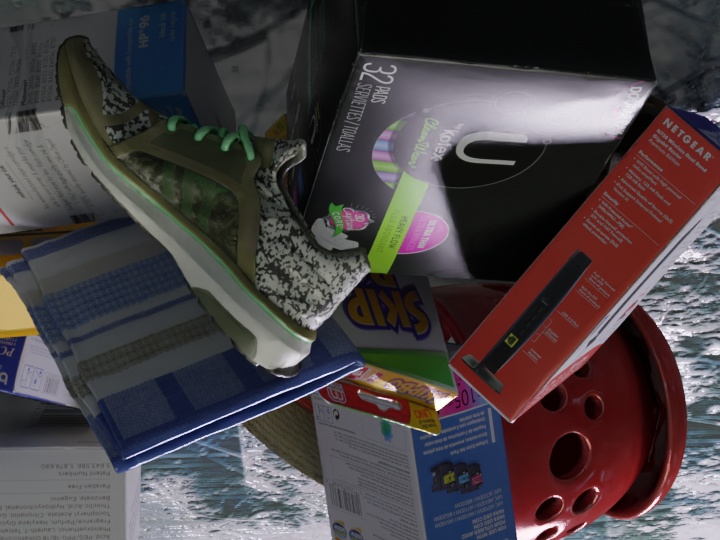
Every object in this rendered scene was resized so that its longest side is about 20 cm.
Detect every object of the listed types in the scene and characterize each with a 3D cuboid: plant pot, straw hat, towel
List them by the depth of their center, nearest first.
[{"bbox_3d":[-0.104,0.024,0.786,0.146,0.200,0.024,-22,130,-18],"label":"towel"},{"bbox_3d":[0.125,0.103,1.051,0.182,0.201,0.201,-8,156,-24],"label":"plant pot"},{"bbox_3d":[-0.036,0.070,1.052,0.085,0.201,0.201,-50,137,10],"label":"straw hat"}]

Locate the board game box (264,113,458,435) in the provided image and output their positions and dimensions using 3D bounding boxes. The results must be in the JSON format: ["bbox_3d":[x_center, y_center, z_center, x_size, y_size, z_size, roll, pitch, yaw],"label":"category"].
[{"bbox_3d":[0.000,0.000,0.841,0.095,0.201,0.030,20,135,-36],"label":"board game box"}]

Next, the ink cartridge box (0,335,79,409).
[{"bbox_3d":[-0.248,0.070,1.034,0.094,0.044,0.200,11,171,13],"label":"ink cartridge box"}]

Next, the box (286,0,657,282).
[{"bbox_3d":[0.045,-0.096,0.748,0.148,0.125,0.200,3,150,-11],"label":"box"}]

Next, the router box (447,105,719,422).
[{"bbox_3d":[0.147,-0.008,0.819,0.180,0.049,0.200,-51,168,16],"label":"router box"}]

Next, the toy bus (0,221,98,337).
[{"bbox_3d":[-0.259,0.002,0.886,0.199,0.078,0.065,-4,126,-8],"label":"toy bus"}]

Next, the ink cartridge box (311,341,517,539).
[{"bbox_3d":[0.036,0.150,0.942,0.076,0.201,0.136,-10,-172,-28],"label":"ink cartridge box"}]

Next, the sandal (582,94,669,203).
[{"bbox_3d":[0.112,-0.053,0.905,0.199,0.055,0.082,-22,147,26],"label":"sandal"}]

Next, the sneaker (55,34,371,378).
[{"bbox_3d":[-0.069,-0.047,0.708,0.089,0.200,0.077,-40,-178,7],"label":"sneaker"}]

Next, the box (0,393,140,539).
[{"bbox_3d":[-0.277,0.177,1.131,0.199,0.131,0.199,1,-172,-6],"label":"box"}]

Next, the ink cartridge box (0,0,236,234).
[{"bbox_3d":[-0.181,-0.081,0.811,0.199,0.068,0.116,-7,151,7],"label":"ink cartridge box"}]
